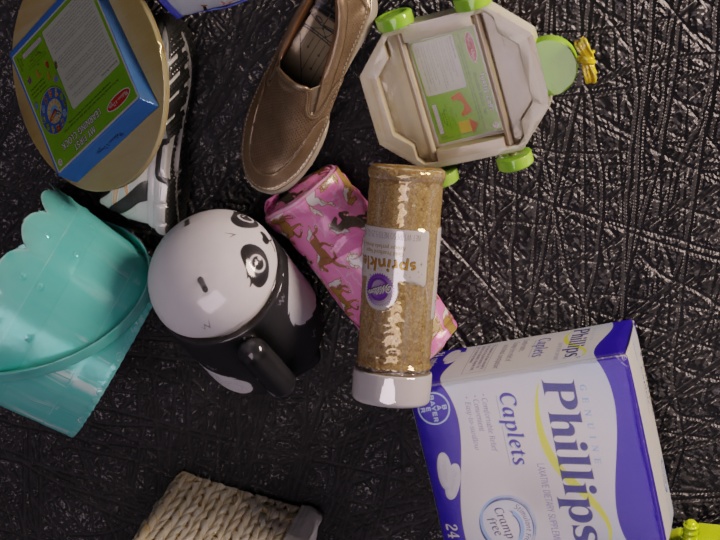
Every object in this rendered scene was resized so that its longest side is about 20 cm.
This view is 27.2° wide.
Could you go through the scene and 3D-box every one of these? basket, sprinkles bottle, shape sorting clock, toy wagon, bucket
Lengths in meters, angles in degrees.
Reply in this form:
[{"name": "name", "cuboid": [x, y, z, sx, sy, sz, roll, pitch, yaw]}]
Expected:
[{"name": "basket", "cuboid": [-0.150, 0.337, 1.447, 0.159, 0.200, 0.200, 17, 116, 7]}, {"name": "sprinkles bottle", "cuboid": [0.032, 0.012, 1.260, 0.067, 0.068, 0.202, 5, 96, 10]}, {"name": "shape sorting clock", "cuboid": [-0.234, -0.169, 1.290, 0.199, 0.039, 0.202, 9, 103, 41]}, {"name": "toy wagon", "cuboid": [0.103, -0.158, 1.257, 0.198, 0.040, 0.157, -12, 111, 16]}, {"name": "bucket", "cuboid": [-0.273, 0.040, 1.343, 0.134, 0.208, 0.208, 30, 117, -10]}]

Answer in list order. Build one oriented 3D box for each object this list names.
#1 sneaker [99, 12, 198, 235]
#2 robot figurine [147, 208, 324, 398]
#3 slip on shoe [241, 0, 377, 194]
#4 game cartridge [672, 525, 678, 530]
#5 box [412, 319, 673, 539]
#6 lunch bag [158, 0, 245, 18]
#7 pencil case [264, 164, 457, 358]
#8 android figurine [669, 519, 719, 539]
[{"name": "sneaker", "cuboid": [-0.192, -0.130, 1.316, 0.079, 0.074, 0.202, 15, 114, 13]}, {"name": "robot figurine", "cuboid": [-0.104, 0.030, 1.313, 0.149, 0.126, 0.200, 17, 158, 31]}, {"name": "slip on shoe", "cuboid": [-0.052, -0.156, 1.258, 0.076, 0.060, 0.201, 36, 109, 15]}, {"name": "game cartridge", "cuboid": [0.247, 0.288, 1.430, 0.198, 0.038, 0.131, 22, 113, 2]}, {"name": "box", "cuboid": [0.163, 0.160, 1.331, 0.198, 0.105, 0.186, -11, 100, 16]}, {"name": "lunch bag", "cuboid": [-0.113, -0.312, 1.190, 0.168, 0.124, 0.202, -11, 116, 20]}, {"name": "pencil case", "cuboid": [0.000, 0.000, 1.328, 0.086, 0.083, 0.201, -37, 103, -5]}, {"name": "android figurine", "cuboid": [0.322, 0.317, 1.387, 0.180, 0.041, 0.202, 6, 117, 10]}]
